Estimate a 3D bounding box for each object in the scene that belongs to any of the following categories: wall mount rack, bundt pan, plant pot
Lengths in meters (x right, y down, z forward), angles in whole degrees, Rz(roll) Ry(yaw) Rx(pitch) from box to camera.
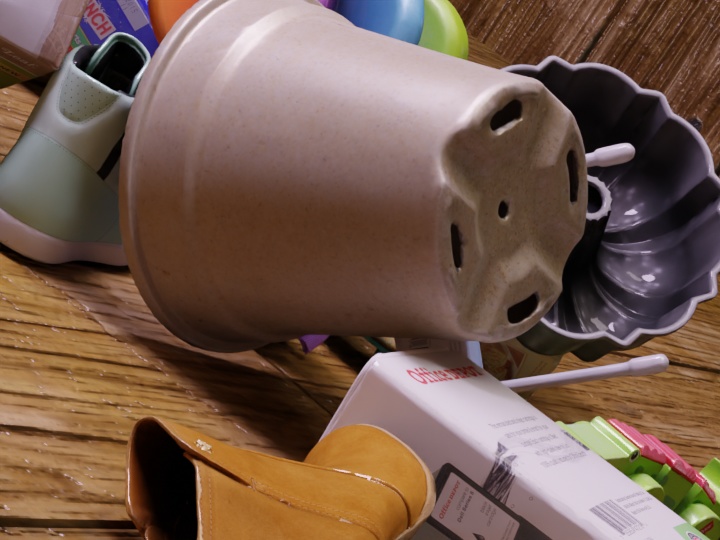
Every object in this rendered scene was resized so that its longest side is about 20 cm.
[{"bbox_3d":[0.078,0.007,1.528,0.074,0.202,0.173,-9,-1,-38],"label":"wall mount rack"},{"bbox_3d":[0.132,-0.029,1.747,0.201,0.202,0.076,33,-33,-1],"label":"bundt pan"},{"bbox_3d":[0.008,-0.043,1.419,0.183,0.202,0.200,10,-5,38],"label":"plant pot"}]

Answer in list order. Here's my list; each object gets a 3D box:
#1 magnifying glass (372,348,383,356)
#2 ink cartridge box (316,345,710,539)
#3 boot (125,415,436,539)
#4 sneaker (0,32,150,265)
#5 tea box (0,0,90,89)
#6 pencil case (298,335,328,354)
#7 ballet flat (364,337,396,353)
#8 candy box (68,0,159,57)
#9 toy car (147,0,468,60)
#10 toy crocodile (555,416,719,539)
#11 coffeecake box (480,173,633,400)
[{"bbox_3d":[0.076,0.104,1.620,0.200,0.022,0.079,39,12,37],"label":"magnifying glass"},{"bbox_3d":[0.082,0.129,1.343,0.200,0.084,0.145,36,10,15],"label":"ink cartridge box"},{"bbox_3d":[-0.038,0.095,1.180,0.144,0.071,0.201,32,15,-23],"label":"boot"},{"bbox_3d":[-0.134,-0.069,1.498,0.073,0.119,0.200,32,9,6],"label":"sneaker"},{"bbox_3d":[-0.217,-0.211,1.492,0.133,0.201,0.196,28,-16,-24],"label":"tea box"},{"bbox_3d":[-0.083,-0.036,1.613,0.200,0.084,0.086,43,-20,35],"label":"pencil case"},{"bbox_3d":[0.000,0.000,1.662,0.199,0.071,0.071,32,8,33],"label":"ballet flat"},{"bbox_3d":[-0.162,-0.196,1.852,0.170,0.077,0.200,61,14,-13],"label":"candy box"},{"bbox_3d":[-0.035,-0.151,1.684,0.199,0.176,0.150,12,-8,12],"label":"toy car"},{"bbox_3d":[0.171,0.126,1.654,0.067,0.062,0.200,41,7,38],"label":"toy crocodile"},{"bbox_3d":[0.064,-0.032,1.814,0.199,0.154,0.073,33,-33,-2],"label":"coffeecake box"}]
